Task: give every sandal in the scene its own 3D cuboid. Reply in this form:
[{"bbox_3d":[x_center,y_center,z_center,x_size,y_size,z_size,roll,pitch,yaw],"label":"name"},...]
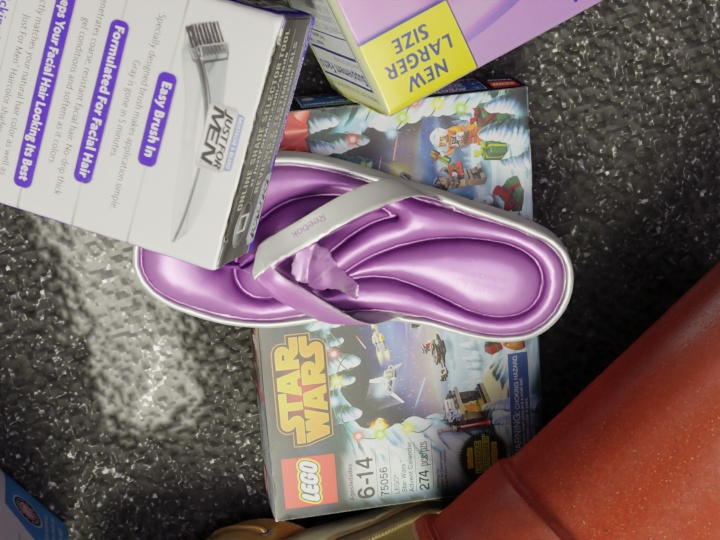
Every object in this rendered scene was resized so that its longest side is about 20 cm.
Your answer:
[{"bbox_3d":[0.001,-0.007,0.820,0.203,0.050,0.083,4,103,-10],"label":"sandal"},{"bbox_3d":[-0.046,0.148,0.893,0.200,0.054,0.080,-17,132,-22],"label":"sandal"}]

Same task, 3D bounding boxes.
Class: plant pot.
[{"bbox_3d":[0.162,0.108,0.817,0.201,0.201,0.195,40,95,-18],"label":"plant pot"}]

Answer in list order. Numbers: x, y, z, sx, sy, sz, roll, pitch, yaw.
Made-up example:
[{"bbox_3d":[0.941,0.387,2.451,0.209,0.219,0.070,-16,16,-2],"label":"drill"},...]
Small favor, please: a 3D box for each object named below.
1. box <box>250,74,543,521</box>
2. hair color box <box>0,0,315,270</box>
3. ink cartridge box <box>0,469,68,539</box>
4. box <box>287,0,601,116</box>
[{"bbox_3d":[0.015,0.013,0.877,0.137,0.040,0.200,-7,106,-8],"label":"box"},{"bbox_3d":[-0.131,-0.083,0.776,0.200,0.065,0.109,18,101,9],"label":"hair color box"},{"bbox_3d":[-0.246,0.125,0.798,0.146,0.147,0.200,-44,107,3],"label":"ink cartridge box"},{"bbox_3d":[0.033,-0.198,0.788,0.176,0.097,0.200,-29,109,-8],"label":"box"}]
